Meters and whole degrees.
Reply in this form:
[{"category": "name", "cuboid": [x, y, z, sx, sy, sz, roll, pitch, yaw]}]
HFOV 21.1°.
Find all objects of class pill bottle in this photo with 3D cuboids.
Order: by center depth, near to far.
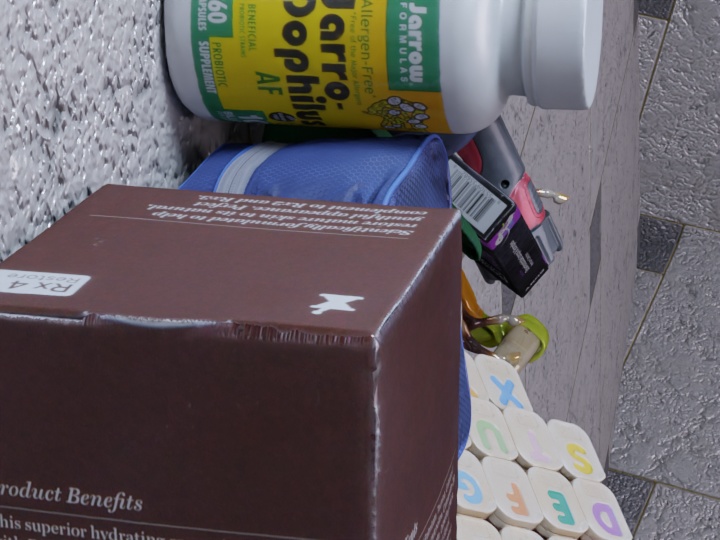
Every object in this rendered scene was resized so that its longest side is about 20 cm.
[{"category": "pill bottle", "cuboid": [0.014, -0.124, 0.936, 0.113, 0.199, 0.114, 4, 90, -78]}]

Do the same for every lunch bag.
[{"category": "lunch bag", "cuboid": [-0.026, 0.036, 0.958, 0.136, 0.132, 0.201, -50, 138, -63]}]

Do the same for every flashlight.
[{"category": "flashlight", "cuboid": [0.079, -0.089, 1.412, 0.201, 0.068, 0.068, 62, -21, -15]}]

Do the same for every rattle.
[{"category": "rattle", "cuboid": [0.054, 0.095, 1.594, 0.200, 0.142, 0.130, -53, -168, 39]}]

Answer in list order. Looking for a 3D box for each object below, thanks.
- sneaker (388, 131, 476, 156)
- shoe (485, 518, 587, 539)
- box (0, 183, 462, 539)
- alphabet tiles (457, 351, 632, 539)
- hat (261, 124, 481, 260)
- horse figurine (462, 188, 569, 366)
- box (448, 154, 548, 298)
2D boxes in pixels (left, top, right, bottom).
[{"category": "sneaker", "cuboid": [0.047, -0.158, 1.061, 0.082, 0.073, 0.201, 32, 59, -77]}, {"category": "shoe", "cuboid": [0.057, 0.203, 1.254, 0.091, 0.199, 0.072, -83, 156, -51]}, {"category": "box", "cuboid": [-0.053, 0.086, 0.776, 0.164, 0.165, 0.201, -51, 144, -67]}, {"category": "alphabet tiles", "cuboid": [0.084, 0.120, 1.210, 0.015, 0.199, 0.196, -47, -137, 31]}, {"category": "hat", "cuboid": [-0.045, -0.004, 1.061, 0.176, 0.200, 0.166, -44, 152, -1]}, {"category": "horse figurine", "cuboid": [0.075, -0.005, 1.486, 0.050, 0.132, 0.201, -165, -87, -85]}, {"category": "box", "cuboid": [0.054, -0.053, 1.299, 0.036, 0.143, 0.200, -50, 163, 0]}]
